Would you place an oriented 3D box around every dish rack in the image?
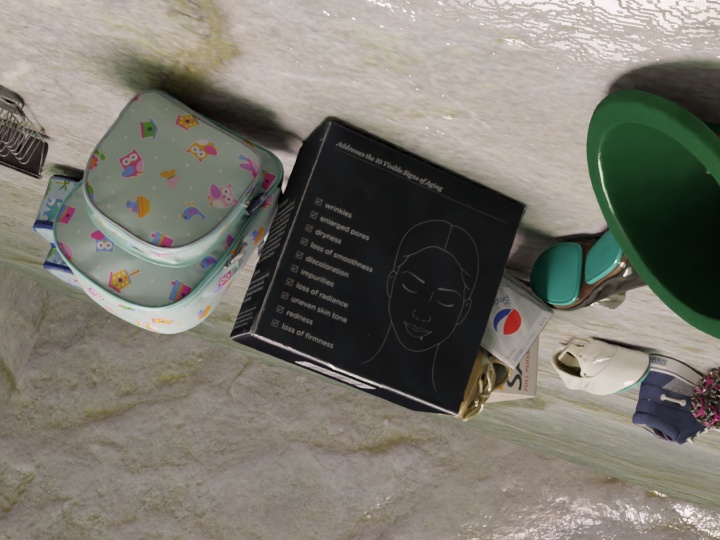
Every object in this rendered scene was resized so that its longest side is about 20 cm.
[{"bbox_3d":[-0.462,-0.182,1.331,0.152,0.055,0.200,20,169,-1],"label":"dish rack"}]

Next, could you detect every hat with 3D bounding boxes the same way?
[{"bbox_3d":[0.269,-0.062,0.696,0.201,0.175,0.166,60,166,-3],"label":"hat"}]

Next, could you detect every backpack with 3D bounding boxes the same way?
[{"bbox_3d":[-0.181,-0.051,1.019,0.175,0.201,0.153,31,169,5],"label":"backpack"},{"bbox_3d":[-0.374,-0.042,1.604,0.182,0.148,0.200,13,164,24],"label":"backpack"}]

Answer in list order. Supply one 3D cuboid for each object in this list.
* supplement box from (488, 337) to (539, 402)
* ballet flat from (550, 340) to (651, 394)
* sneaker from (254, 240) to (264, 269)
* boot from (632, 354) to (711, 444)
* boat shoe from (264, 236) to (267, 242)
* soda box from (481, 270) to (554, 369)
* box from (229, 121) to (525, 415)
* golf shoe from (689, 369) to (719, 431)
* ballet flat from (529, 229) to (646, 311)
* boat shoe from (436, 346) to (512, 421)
[{"bbox_3d":[0.151,0.091,1.322,0.073,0.127,0.200,6,171,-8],"label":"supplement box"},{"bbox_3d":[0.296,0.120,1.412,0.069,0.070,0.200,22,170,-10],"label":"ballet flat"},{"bbox_3d":[-0.026,-0.026,1.274,0.199,0.086,0.077,3,150,-23],"label":"sneaker"},{"bbox_3d":[0.420,0.184,1.398,0.199,0.091,0.073,26,167,-27],"label":"boot"},{"bbox_3d":[-0.003,-0.042,1.160,0.199,0.072,0.068,-1,-166,28],"label":"boat shoe"},{"bbox_3d":[0.150,0.045,1.121,0.063,0.068,0.200,35,-175,5],"label":"soda box"},{"bbox_3d":[0.014,0.003,0.991,0.199,0.198,0.124,23,170,-13],"label":"box"},{"bbox_3d":[0.463,0.161,1.262,0.092,0.073,0.200,23,168,-22],"label":"golf shoe"},{"bbox_3d":[0.218,0.004,0.980,0.068,0.069,0.200,14,171,-12],"label":"ballet flat"},{"bbox_3d":[0.116,0.109,1.098,0.063,0.074,0.201,30,-172,7],"label":"boat shoe"}]
